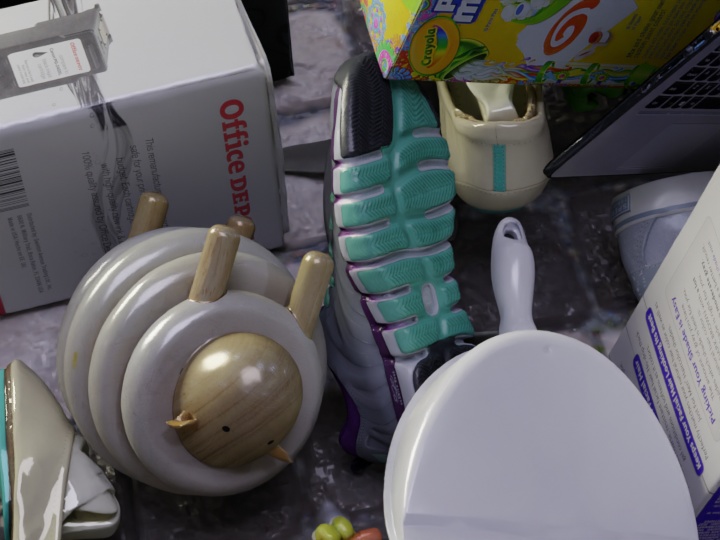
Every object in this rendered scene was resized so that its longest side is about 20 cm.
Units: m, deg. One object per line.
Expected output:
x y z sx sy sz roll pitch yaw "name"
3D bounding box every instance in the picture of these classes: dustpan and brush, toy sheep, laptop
0.077 0.053 0.907 0.139 0.057 0.200 7 61 -11 "dustpan and brush"
-0.081 0.038 0.954 0.138 0.138 0.200 -27 20 -16 "toy sheep"
0.230 -0.061 0.952 0.187 0.200 0.116 -5 61 -51 "laptop"

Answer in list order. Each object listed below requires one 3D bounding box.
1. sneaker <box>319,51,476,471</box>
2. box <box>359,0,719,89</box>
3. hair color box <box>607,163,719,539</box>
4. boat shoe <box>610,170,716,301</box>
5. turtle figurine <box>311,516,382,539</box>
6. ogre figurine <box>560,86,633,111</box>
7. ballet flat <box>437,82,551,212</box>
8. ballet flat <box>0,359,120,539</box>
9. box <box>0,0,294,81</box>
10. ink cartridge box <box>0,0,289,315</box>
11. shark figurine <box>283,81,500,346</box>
0.000 0.000 0.960 0.074 0.087 0.200 -8 87 -46 "sneaker"
0.115 -0.192 0.923 0.192 0.200 0.122 0 55 -23 "box"
0.171 0.047 0.901 0.065 0.200 0.109 -1 55 -19 "hair color box"
0.229 -0.016 1.034 0.200 0.070 0.072 -6 79 -8 "boat shoe"
0.057 0.166 0.907 0.200 0.064 0.161 43 61 -1 "turtle figurine"
0.175 -0.159 1.109 0.120 0.098 0.200 0 21 11 "ogre figurine"
0.064 -0.117 1.032 0.069 0.070 0.200 -6 46 -3 "ballet flat"
-0.141 0.135 0.937 0.069 0.070 0.200 -2 62 0 "ballet flat"
-0.151 -0.162 1.082 0.200 0.149 0.124 -20 57 -12 "box"
-0.145 -0.061 1.017 0.200 0.145 0.083 -14 55 -8 "ink cartridge box"
0.011 -0.038 1.036 0.128 0.090 0.215 -5 54 -1 "shark figurine"
